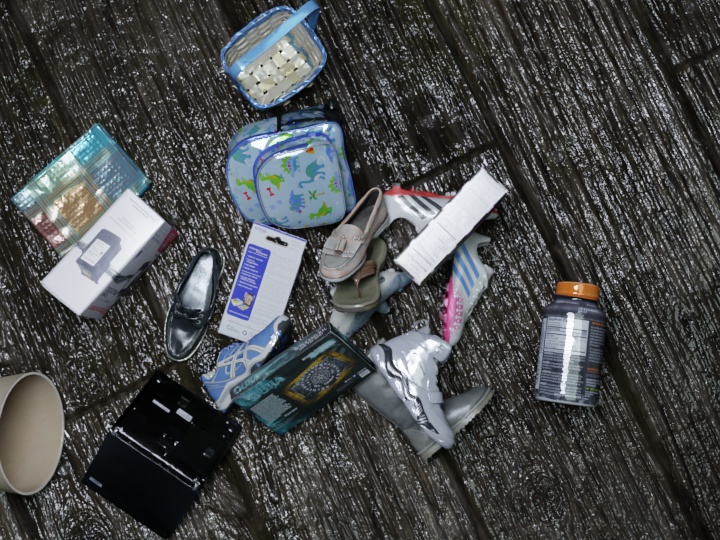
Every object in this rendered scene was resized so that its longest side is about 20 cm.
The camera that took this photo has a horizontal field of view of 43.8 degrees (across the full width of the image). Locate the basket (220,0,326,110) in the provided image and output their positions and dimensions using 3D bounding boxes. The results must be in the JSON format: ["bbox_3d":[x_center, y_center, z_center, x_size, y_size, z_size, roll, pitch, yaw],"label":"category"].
[{"bbox_3d":[-0.138,-0.353,1.468,0.176,0.200,0.139,-39,87,-5],"label":"basket"}]

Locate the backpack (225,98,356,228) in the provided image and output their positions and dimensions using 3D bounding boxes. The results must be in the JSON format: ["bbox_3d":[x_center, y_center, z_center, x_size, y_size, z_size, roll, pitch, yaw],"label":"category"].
[{"bbox_3d":[-0.116,-0.159,1.456,0.199,0.147,0.184,-10,122,2],"label":"backpack"}]

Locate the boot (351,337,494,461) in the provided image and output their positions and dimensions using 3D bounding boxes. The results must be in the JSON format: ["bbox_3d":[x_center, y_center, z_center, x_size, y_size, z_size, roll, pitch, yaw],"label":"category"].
[{"bbox_3d":[0.097,0.192,1.495,0.182,0.073,0.200,-39,80,-8],"label":"boot"}]

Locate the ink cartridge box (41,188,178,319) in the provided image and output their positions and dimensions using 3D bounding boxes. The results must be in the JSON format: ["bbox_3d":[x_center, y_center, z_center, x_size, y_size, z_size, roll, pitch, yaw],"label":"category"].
[{"bbox_3d":[-0.400,-0.021,1.450,0.084,0.145,0.200,41,84,2],"label":"ink cartridge box"}]

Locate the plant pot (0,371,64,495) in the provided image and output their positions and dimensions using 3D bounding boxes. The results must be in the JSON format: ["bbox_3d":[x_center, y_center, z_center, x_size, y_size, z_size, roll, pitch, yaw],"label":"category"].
[{"bbox_3d":[-0.604,0.254,1.410,0.199,0.187,0.188,-1,84,12],"label":"plant pot"}]

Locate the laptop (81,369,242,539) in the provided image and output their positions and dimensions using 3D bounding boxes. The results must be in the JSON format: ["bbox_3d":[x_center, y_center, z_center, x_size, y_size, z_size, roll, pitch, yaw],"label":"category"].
[{"bbox_3d":[-0.328,0.305,1.488,0.177,0.103,0.200,34,58,1],"label":"laptop"}]

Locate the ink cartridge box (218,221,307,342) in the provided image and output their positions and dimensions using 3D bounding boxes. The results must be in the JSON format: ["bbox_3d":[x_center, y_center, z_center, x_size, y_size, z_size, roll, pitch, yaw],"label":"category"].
[{"bbox_3d":[-0.161,0.025,1.482,0.094,0.037,0.201,20,104,0],"label":"ink cartridge box"}]

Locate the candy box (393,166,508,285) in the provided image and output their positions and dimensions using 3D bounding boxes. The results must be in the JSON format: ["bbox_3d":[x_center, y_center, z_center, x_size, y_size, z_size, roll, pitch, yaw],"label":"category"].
[{"bbox_3d":[0.144,-0.068,1.424,0.061,0.136,0.200,44,96,4],"label":"candy box"}]

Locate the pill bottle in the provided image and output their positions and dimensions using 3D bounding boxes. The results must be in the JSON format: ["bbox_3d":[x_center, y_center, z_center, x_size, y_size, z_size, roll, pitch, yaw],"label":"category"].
[{"bbox_3d":[0.351,0.121,1.488,0.106,0.106,0.201,9,84,-2],"label":"pill bottle"}]

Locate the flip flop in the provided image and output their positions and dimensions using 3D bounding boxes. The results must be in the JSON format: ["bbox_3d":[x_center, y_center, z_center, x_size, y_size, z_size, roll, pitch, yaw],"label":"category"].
[{"bbox_3d":[0.000,0.000,1.452,0.081,0.200,0.058,-3,127,18],"label":"flip flop"}]

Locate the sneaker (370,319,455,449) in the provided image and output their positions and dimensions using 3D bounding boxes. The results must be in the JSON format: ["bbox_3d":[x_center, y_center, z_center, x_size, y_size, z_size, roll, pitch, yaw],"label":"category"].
[{"bbox_3d":[0.113,0.177,1.424,0.115,0.075,0.200,-36,79,-2],"label":"sneaker"}]

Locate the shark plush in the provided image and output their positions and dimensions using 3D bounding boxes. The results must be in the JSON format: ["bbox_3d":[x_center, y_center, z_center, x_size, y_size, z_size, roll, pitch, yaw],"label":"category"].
[{"bbox_3d":[0.029,0.042,1.521,0.200,0.091,0.084,-33,111,-20],"label":"shark plush"}]

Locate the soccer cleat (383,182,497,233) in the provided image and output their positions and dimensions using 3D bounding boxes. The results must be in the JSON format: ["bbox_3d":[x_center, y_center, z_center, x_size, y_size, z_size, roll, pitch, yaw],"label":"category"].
[{"bbox_3d":[0.132,-0.094,1.525,0.199,0.069,0.086,9,92,2],"label":"soccer cleat"}]

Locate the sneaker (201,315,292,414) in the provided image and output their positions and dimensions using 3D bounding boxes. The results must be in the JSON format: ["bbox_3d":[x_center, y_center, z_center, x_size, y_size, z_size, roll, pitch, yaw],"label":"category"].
[{"bbox_3d":[-0.187,0.143,1.457,0.077,0.076,0.200,45,106,12],"label":"sneaker"}]

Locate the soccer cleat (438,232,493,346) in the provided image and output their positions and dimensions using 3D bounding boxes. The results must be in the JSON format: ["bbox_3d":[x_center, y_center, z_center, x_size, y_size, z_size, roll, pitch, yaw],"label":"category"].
[{"bbox_3d":[0.180,0.030,1.508,0.086,0.070,0.201,6,83,-2],"label":"soccer cleat"}]

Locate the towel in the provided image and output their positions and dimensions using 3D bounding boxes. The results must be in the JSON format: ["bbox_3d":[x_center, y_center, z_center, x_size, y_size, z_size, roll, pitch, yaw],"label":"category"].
[{"bbox_3d":[-0.473,-0.135,1.522,0.200,0.022,0.147,-42,87,-6],"label":"towel"}]

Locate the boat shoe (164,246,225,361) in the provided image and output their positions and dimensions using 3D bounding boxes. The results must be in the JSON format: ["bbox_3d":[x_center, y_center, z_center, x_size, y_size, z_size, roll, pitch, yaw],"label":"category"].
[{"bbox_3d":[-0.278,0.053,1.487,0.074,0.066,0.200,24,84,0],"label":"boat shoe"}]

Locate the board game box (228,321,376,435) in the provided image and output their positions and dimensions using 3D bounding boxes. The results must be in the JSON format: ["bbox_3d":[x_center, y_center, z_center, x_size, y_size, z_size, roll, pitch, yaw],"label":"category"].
[{"bbox_3d":[-0.091,0.175,1.433,0.200,0.135,0.028,-35,42,11],"label":"board game box"}]

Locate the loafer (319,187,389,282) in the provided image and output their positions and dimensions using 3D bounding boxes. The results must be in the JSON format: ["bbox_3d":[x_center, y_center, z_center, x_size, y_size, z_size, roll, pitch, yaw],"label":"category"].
[{"bbox_3d":[-0.013,-0.062,1.435,0.072,0.063,0.200,12,40,22],"label":"loafer"}]
